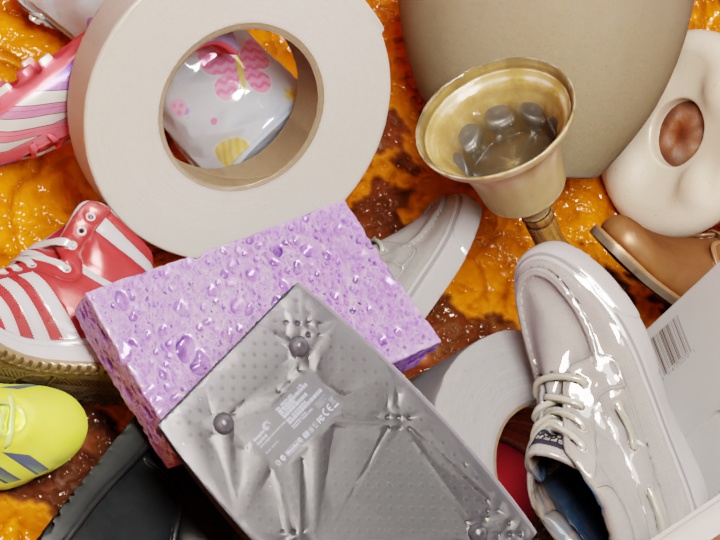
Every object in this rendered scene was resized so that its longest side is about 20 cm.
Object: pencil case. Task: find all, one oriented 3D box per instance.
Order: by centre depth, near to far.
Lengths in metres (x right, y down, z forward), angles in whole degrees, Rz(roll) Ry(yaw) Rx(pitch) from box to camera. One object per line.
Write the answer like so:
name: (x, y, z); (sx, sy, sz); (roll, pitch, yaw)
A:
pencil case: (-0.126, -0.144, 1.635); (0.200, 0.083, 0.091); (43, 67, 2)

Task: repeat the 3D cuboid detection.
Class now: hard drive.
hard drive: (-0.010, 0.120, 1.440); (0.200, 0.042, 0.135); (46, 65, -5)

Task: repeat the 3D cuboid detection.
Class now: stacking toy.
stacking toy: (0.280, -0.080, 1.804); (0.200, 0.146, 0.146); (12, 54, -41)

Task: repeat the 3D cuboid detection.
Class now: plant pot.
plant pot: (0.119, -0.132, 1.711); (0.200, 0.200, 0.135); (2, 95, -27)

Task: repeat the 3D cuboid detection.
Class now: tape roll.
tape roll: (-0.078, -0.104, 1.553); (0.203, 0.203, 0.037); (4, 20, -26)
tape roll: (0.105, 0.139, 1.570); (0.200, 0.066, 0.200); (18, 58, -31)

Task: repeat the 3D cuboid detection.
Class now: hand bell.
hand bell: (0.115, -0.031, 1.650); (0.104, 0.200, 0.104); (-13, 45, 14)

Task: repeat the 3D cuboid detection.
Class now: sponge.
sponge: (-0.059, 0.034, 1.513); (0.200, 0.030, 0.112); (-21, 71, -35)

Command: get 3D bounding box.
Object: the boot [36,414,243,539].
boot: (-0.101, 0.183, 1.446); (0.168, 0.076, 0.200); (36, 44, 1)

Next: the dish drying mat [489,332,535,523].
dish drying mat: (0.080, 0.131, 1.616); (0.077, 0.018, 0.200); (34, 49, -10)

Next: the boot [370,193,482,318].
boot: (0.000, 0.000, 1.618); (0.096, 0.074, 0.200); (38, 49, -6)

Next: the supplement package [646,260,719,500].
supplement package: (0.256, 0.092, 1.616); (0.111, 0.200, 0.156); (-5, 64, -31)

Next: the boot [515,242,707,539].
boot: (0.130, 0.085, 1.511); (0.096, 0.074, 0.200); (-25, 87, -47)

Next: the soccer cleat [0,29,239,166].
soccer cleat: (-0.167, -0.109, 1.561); (0.200, 0.067, 0.076); (-38, 106, -5)

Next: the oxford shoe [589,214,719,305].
oxford shoe: (0.232, -0.005, 1.712); (0.200, 0.071, 0.071); (22, 19, -39)

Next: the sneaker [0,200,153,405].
sneaker: (-0.206, 0.011, 1.502); (0.200, 0.071, 0.113); (12, 60, -31)

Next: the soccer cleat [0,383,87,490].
soccer cleat: (-0.242, 0.081, 1.430); (0.200, 0.084, 0.065); (5, 58, -26)

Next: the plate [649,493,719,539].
plate: (0.177, 0.204, 1.501); (0.199, 0.200, 0.032); (-30, 58, -30)
